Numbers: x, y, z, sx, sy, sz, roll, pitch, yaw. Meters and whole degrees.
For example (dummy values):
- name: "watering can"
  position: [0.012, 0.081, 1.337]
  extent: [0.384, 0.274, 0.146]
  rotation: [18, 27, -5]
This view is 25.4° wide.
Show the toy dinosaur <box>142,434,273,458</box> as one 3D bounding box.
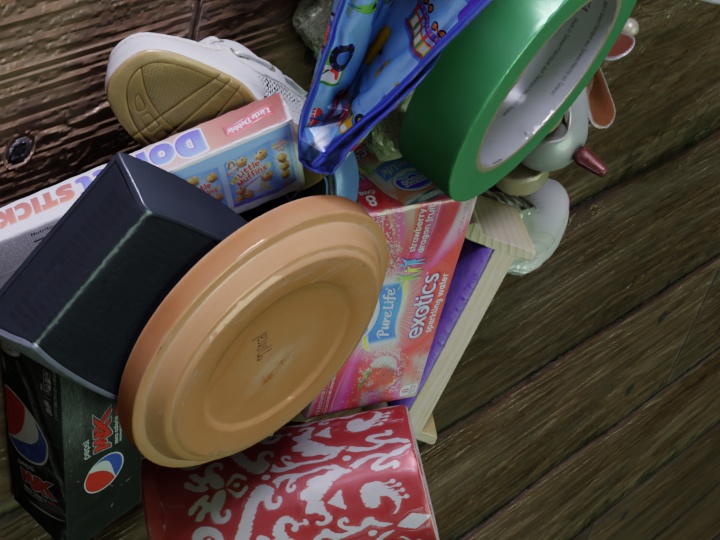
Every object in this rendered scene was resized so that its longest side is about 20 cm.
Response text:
- name: "toy dinosaur"
  position: [-0.109, 0.082, 1.071]
  extent: [0.100, 0.059, 0.201]
  rotation: [-1, 141, -12]

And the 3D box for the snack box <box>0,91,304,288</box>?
- name: "snack box"
  position: [-0.129, -0.038, 0.930]
  extent: [0.198, 0.024, 0.072]
  rotation: [-24, 150, -9]

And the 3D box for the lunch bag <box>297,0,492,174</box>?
- name: "lunch bag"
  position: [0.022, -0.155, 0.923]
  extent: [0.201, 0.093, 0.151]
  rotation: [-56, -174, 37]

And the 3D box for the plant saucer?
- name: "plant saucer"
  position: [-0.058, 0.044, 0.970]
  extent: [0.200, 0.032, 0.201]
  rotation: [-35, 151, -23]

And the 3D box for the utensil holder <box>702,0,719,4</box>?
- name: "utensil holder"
  position: [0.296, -0.329, 1.213]
  extent: [0.170, 0.170, 0.201]
  rotation: [-38, 153, -29]

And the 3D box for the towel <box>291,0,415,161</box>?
- name: "towel"
  position: [0.053, -0.184, 1.070]
  extent: [0.200, 0.036, 0.149]
  rotation: [-45, 128, -13]

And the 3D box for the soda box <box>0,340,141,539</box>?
- name: "soda box"
  position: [-0.185, 0.090, 1.034]
  extent: [0.071, 0.063, 0.201]
  rotation: [-33, 147, -34]

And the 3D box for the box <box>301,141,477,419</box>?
- name: "box"
  position: [0.000, 0.000, 1.172]
  extent: [0.102, 0.095, 0.201]
  rotation: [-9, 134, -28]

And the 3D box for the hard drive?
- name: "hard drive"
  position: [-0.119, 0.018, 0.931]
  extent: [0.135, 0.042, 0.200]
  rotation: [-48, 152, 4]

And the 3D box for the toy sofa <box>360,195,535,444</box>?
- name: "toy sofa"
  position: [0.052, 0.031, 1.288]
  extent: [0.097, 0.083, 0.201]
  rotation: [19, 115, -16]

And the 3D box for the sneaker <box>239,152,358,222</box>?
- name: "sneaker"
  position: [-0.073, -0.009, 1.076]
  extent: [0.078, 0.070, 0.201]
  rotation: [-16, 144, -53]

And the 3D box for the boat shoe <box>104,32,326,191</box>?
- name: "boat shoe"
  position: [-0.087, -0.105, 0.959]
  extent: [0.070, 0.070, 0.199]
  rotation: [-33, 152, 20]

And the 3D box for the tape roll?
- name: "tape roll"
  position: [0.107, -0.138, 1.054]
  extent: [0.200, 0.048, 0.201]
  rotation: [-46, 166, -15]

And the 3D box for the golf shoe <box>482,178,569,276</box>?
- name: "golf shoe"
  position: [0.117, -0.037, 1.382]
  extent: [0.199, 0.075, 0.092]
  rotation: [-36, 147, -34]

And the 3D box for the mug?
- name: "mug"
  position: [-0.052, 0.157, 1.190]
  extent: [0.198, 0.179, 0.134]
  rotation: [-14, 141, 3]

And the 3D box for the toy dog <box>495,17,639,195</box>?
- name: "toy dog"
  position: [0.180, -0.143, 1.276]
  extent: [0.201, 0.096, 0.132]
  rotation: [-62, 165, -10]
